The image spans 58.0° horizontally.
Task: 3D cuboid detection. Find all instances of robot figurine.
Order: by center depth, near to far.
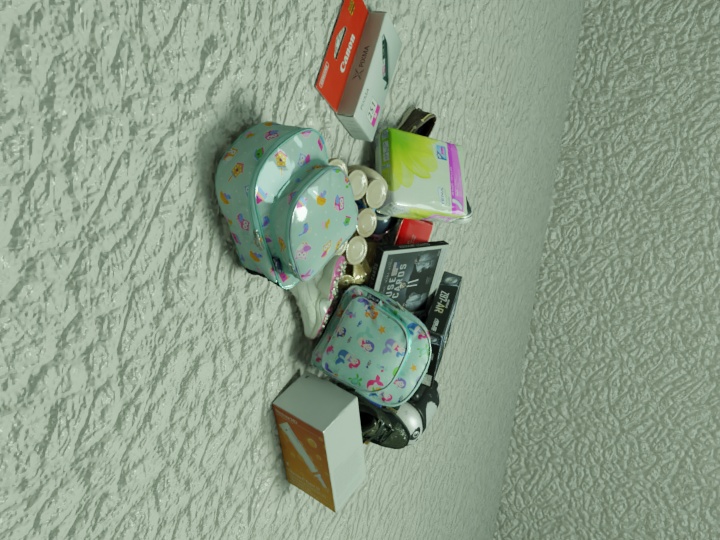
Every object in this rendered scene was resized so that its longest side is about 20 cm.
[{"bbox_3d":[0.120,0.332,1.575,0.200,0.122,0.154,-44,121,-49],"label":"robot figurine"}]

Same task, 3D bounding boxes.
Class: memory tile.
[{"bbox_3d":[-0.044,-0.102,1.074,0.197,0.017,0.158,20,88,-44],"label":"memory tile"}]

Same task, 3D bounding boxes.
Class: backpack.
[{"bbox_3d":[-0.101,-0.097,0.899,0.176,0.151,0.204,-46,132,-30],"label":"backpack"},{"bbox_3d":[0.029,0.137,1.150,0.181,0.196,0.151,-60,-179,3],"label":"backpack"}]

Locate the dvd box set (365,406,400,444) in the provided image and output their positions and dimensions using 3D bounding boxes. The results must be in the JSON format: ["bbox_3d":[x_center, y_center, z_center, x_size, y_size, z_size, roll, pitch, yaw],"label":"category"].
[{"bbox_3d":[0.060,0.276,1.412,0.148,0.029,0.201,-65,-178,-37],"label":"dvd box set"}]

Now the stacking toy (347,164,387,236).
[{"bbox_3d":[-0.026,-0.081,1.154,0.204,0.083,0.086,-65,152,-13],"label":"stacking toy"}]

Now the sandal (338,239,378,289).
[{"bbox_3d":[0.000,-0.006,1.239,0.211,0.068,0.080,-36,133,-54],"label":"sandal"}]

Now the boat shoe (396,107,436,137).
[{"bbox_3d":[0.098,-0.260,1.340,0.202,0.058,0.073,-60,149,-34],"label":"boat shoe"}]

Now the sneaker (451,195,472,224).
[{"bbox_3d":[0.171,-0.178,1.393,0.077,0.200,0.081,-16,131,-25],"label":"sneaker"}]

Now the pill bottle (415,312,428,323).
[{"bbox_3d":[0.096,0.098,1.432,0.114,0.111,0.206,-42,138,-50],"label":"pill bottle"}]

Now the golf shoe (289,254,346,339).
[{"bbox_3d":[-0.082,0.036,1.096,0.203,0.089,0.076,108,4,-45],"label":"golf shoe"}]

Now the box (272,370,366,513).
[{"bbox_3d":[-0.070,0.305,1.157,0.097,0.122,0.205,-37,134,-40],"label":"box"}]

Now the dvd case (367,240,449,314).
[{"bbox_3d":[0.088,0.021,1.273,0.196,0.024,0.155,-8,120,-45],"label":"dvd case"}]

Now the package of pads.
[{"bbox_3d":[0.117,-0.177,1.264,0.195,0.068,0.160,6,77,-33],"label":"package of pads"}]

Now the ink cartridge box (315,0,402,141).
[{"bbox_3d":[0.003,-0.357,1.121,0.173,0.042,0.206,39,66,-64],"label":"ink cartridge box"}]

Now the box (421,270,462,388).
[{"bbox_3d":[0.165,0.129,1.393,0.203,0.042,0.162,92,19,-49],"label":"box"}]

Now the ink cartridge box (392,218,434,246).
[{"bbox_3d":[0.107,-0.062,1.354,0.200,0.065,0.119,-57,166,-71],"label":"ink cartridge box"}]

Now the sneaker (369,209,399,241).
[{"bbox_3d":[0.066,-0.138,1.340,0.200,0.069,0.084,-46,157,-44],"label":"sneaker"}]

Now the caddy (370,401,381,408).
[{"bbox_3d":[0.015,0.181,1.313,0.143,0.102,0.204,-68,171,-49],"label":"caddy"}]

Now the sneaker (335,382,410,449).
[{"bbox_3d":[0.027,0.302,1.235,0.076,0.115,0.199,-44,115,7],"label":"sneaker"}]
